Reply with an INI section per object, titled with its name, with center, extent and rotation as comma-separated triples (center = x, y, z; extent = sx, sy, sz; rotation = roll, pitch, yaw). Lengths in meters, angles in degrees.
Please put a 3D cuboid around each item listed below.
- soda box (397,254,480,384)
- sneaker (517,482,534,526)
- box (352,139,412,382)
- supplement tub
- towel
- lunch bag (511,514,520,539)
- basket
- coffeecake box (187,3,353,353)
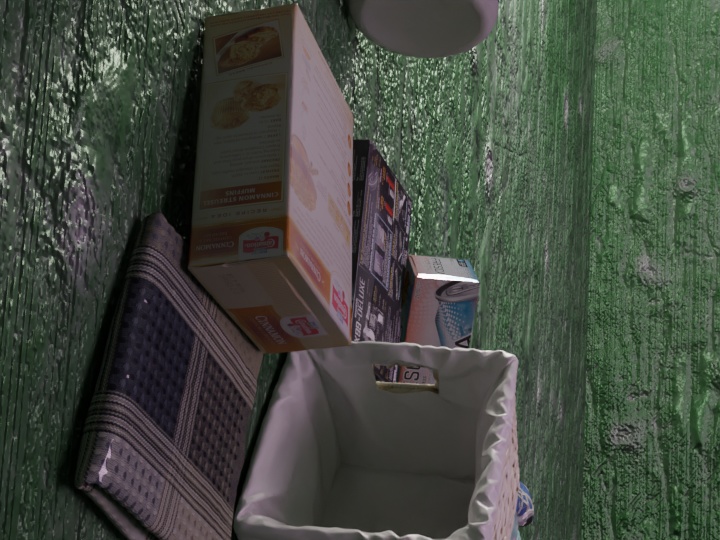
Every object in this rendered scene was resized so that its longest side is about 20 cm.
[soda box]
center = 0.068, 0.089, 1.308
extent = 0.064, 0.068, 0.201
rotation = -106, -158, -66
[sneaker]
center = 0.207, 0.325, 1.855
extent = 0.200, 0.076, 0.077
rotation = -21, 115, -73
[box]
center = 0.000, 0.000, 1.210
extent = 0.158, 0.050, 0.201
rotation = 47, 46, -66
[supplement tub]
center = 0.070, -0.325, 1.266
extent = 0.145, 0.144, 0.201
rotation = 58, 36, -60
[towel]
center = -0.123, 0.091, 0.858
extent = 0.200, 0.034, 0.193
rotation = 62, 30, -53
[lunch bag]
center = 0.077, 0.269, 1.283
extent = 0.200, 0.160, 0.077
rotation = -39, 127, -70
[basket]
center = 0.025, 0.182, 1.053
extent = 0.200, 0.198, 0.161
rotation = -73, 158, -45
[coffeecake box]
center = -0.058, -0.062, 0.936
extent = 0.154, 0.073, 0.201
rotation = 59, 28, -60
